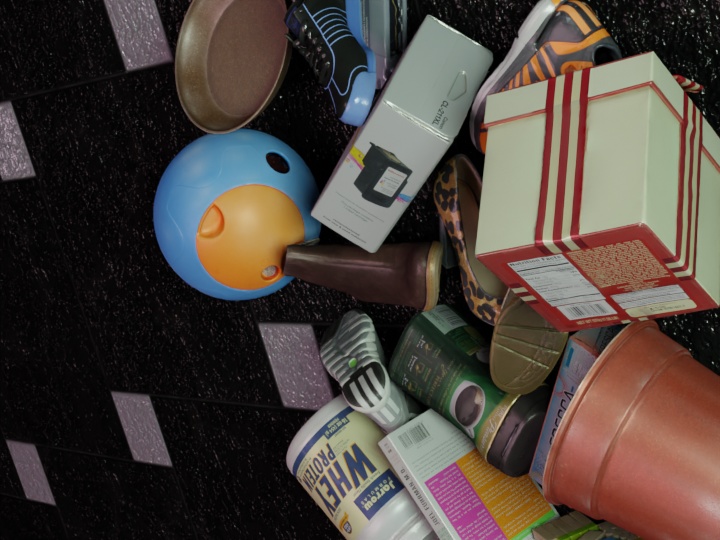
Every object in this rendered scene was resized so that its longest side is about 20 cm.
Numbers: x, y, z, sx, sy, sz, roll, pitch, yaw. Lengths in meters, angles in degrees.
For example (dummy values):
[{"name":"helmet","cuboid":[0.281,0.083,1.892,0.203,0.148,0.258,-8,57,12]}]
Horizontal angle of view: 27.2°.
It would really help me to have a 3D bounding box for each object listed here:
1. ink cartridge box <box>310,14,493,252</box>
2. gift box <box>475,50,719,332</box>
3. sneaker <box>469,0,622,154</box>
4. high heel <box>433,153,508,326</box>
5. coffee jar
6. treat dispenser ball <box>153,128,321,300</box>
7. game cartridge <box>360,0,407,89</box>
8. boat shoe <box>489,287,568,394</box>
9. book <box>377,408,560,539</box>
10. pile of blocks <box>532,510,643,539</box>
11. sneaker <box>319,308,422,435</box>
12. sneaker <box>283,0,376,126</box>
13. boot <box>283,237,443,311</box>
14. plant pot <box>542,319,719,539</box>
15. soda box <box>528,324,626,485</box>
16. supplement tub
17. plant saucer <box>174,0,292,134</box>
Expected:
[{"name":"ink cartridge box","cuboid":[0.041,-0.139,1.521,0.082,0.146,0.200,30,140,-4]},{"name":"gift box","cuboid":[0.211,-0.065,1.294,0.183,0.189,0.200,-8,150,29]},{"name":"sneaker","cuboid":[0.178,-0.157,1.410,0.112,0.077,0.201,50,141,20]},{"name":"high heel","cuboid":[0.140,-0.024,1.537,0.200,0.071,0.144,43,146,40]},{"name":"coffee jar","cuboid":[0.129,0.131,1.630,0.200,0.085,0.105,40,120,30]},{"name":"treat dispenser ball","cuboid":[-0.144,-0.066,1.759,0.200,0.200,0.203,28,131,38]},{"name":"game cartridge","cuboid":[-0.007,-0.303,1.590,0.132,0.041,0.202,24,128,37]},{"name":"boat shoe","cuboid":[0.179,0.025,1.481,0.072,0.063,0.203,14,105,11]},{"name":"book","cuboid":[0.126,0.244,1.667,0.201,0.133,0.048,57,144,10]},{"name":"pile of blocks","cuboid":[0.268,0.306,1.571,0.199,0.082,0.063,-3,109,51]},{"name":"sneaker","cuboid":[0.017,0.135,1.764,0.116,0.075,0.200,49,-169,-28]},{"name":"sneaker","cuboid":[-0.036,-0.225,1.501,0.070,0.077,0.201,118,152,-42]},{"name":"boot","cuboid":[0.000,0.000,1.615,0.200,0.164,0.073,133,145,-80]},{"name":"plant pot","cuboid":[0.302,0.177,1.375,0.194,0.200,0.202,30,133,26]},{"name":"soda box","cuboid":[0.234,0.145,1.527,0.063,0.068,0.201,38,135,30]},{"name":"supplement tub","cuboid":[0.021,0.257,1.795,0.200,0.144,0.146,47,141,22]},{"name":"plant saucer","cuboid":[-0.140,-0.255,1.730,0.199,0.036,0.203,-10,76,43]}]
